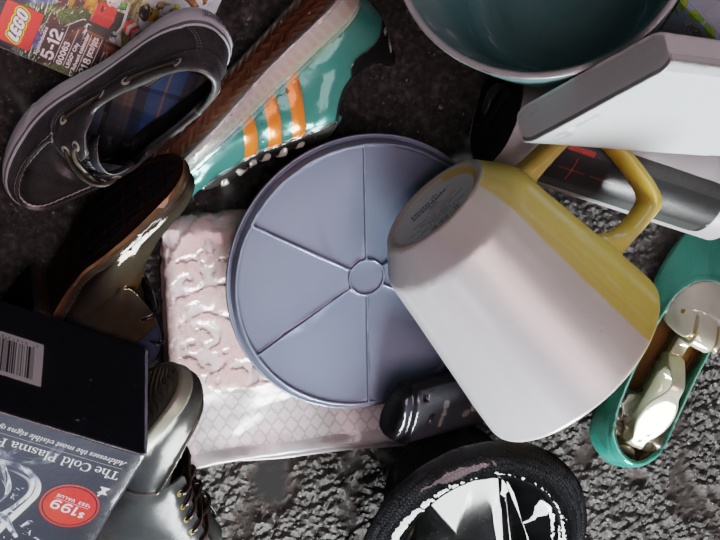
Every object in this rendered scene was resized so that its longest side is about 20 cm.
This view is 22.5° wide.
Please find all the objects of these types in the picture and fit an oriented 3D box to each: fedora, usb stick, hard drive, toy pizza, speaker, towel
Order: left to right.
[{"bbox_3d":[-0.045,0.045,1.301,0.198,0.032,0.193,-5,110,-16],"label":"towel"},{"bbox_3d":[0.000,0.000,1.264,0.198,0.032,0.203,-6,110,-16],"label":"toy pizza"},{"bbox_3d":[0.072,0.186,1.344,0.198,0.092,0.202,-9,128,-12],"label":"fedora"},{"bbox_3d":[0.101,0.085,1.319,0.198,0.033,0.056,-11,138,-35],"label":"usb stick"},{"bbox_3d":[0.179,-0.086,1.295,0.198,0.081,0.082,17,104,-21],"label":"speaker"},{"bbox_3d":[0.217,-0.111,1.173,0.198,0.131,0.027,0,72,-40],"label":"hard drive"}]

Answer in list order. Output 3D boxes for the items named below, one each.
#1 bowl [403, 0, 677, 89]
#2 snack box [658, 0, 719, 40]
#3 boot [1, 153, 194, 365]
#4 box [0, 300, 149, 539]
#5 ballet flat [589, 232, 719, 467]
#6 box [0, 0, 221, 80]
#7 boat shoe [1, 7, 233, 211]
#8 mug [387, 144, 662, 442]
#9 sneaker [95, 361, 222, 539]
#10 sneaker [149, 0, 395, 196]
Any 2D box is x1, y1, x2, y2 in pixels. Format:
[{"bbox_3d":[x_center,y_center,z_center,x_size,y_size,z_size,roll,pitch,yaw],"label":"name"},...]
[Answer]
[{"bbox_3d":[0.129,-0.202,1.197,0.200,0.201,0.105,-41,158,1],"label":"bowl"},{"bbox_3d":[0.284,-0.195,1.230,0.199,0.142,0.053,-38,83,-15],"label":"snack box"},{"bbox_3d":[-0.157,0.005,1.222,0.097,0.075,0.200,32,121,-33],"label":"boot"},{"bbox_3d":[-0.264,0.118,1.190,0.198,0.105,0.183,19,126,-21],"label":"box"},{"bbox_3d":[0.240,0.064,1.370,0.067,0.070,0.202,21,102,-21],"label":"ballet flat"},{"bbox_3d":[-0.147,-0.218,1.173,0.135,0.038,0.202,21,102,-22],"label":"box"},{"bbox_3d":[-0.159,-0.089,1.163,0.199,0.067,0.070,-31,127,24],"label":"boat shoe"},{"bbox_3d":[0.103,-0.004,1.220,0.149,0.187,0.153,-25,118,43],"label":"mug"},{"bbox_3d":[-0.129,0.145,1.263,0.105,0.075,0.200,20,131,-19],"label":"sneaker"},{"bbox_3d":[-0.059,-0.104,1.222,0.200,0.071,0.080,-42,119,7],"label":"sneaker"}]
